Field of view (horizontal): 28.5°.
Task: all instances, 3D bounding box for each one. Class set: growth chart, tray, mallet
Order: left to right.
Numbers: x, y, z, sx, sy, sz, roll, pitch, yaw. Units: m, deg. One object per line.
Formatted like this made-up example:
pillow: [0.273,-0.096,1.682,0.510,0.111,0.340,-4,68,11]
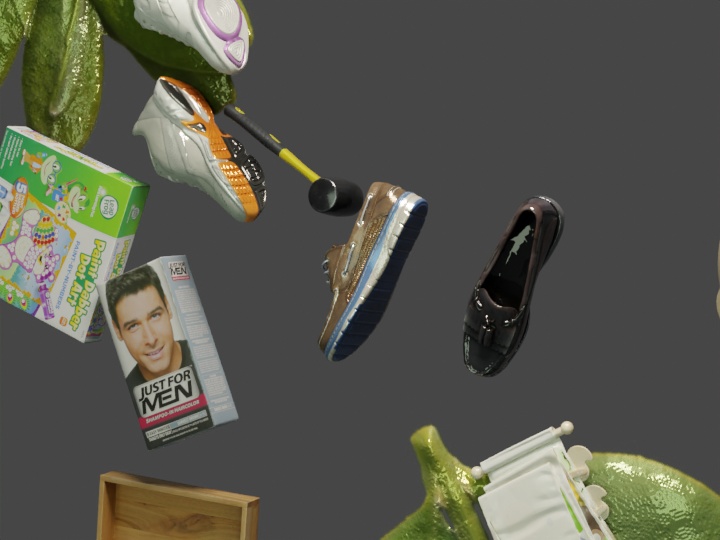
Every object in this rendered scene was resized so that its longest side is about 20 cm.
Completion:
tray: [-0.214,0.300,1.653,0.198,0.037,0.100,6,95,23]
mallet: [-0.075,-0.124,1.574,0.200,0.066,0.041,43,107,32]
growth chart: [0.197,0.270,1.479,0.143,0.018,0.202,-20,84,23]

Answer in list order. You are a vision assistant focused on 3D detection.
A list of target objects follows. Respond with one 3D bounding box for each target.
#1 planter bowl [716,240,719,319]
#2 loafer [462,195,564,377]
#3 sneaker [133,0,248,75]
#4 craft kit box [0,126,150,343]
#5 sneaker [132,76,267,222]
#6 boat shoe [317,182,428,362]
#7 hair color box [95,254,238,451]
planter bowl: [0.407,0.008,1.293,0.200,0.200,0.135,41,135,16]
loafer: [0.147,0.017,1.462,0.071,0.063,0.202,26,103,21]
sneaker: [-0.199,-0.292,1.608,0.201,0.075,0.100,54,129,13]
craft kit box: [-0.367,-0.044,1.700,0.196,0.048,0.202,23,102,18]
sneaker: [-0.184,-0.120,1.605,0.092,0.075,0.201,-48,67,26]
boat shoe: [0.000,0.000,1.530,0.072,0.072,0.202,30,94,24]
hair color box: [-0.222,0.094,1.633,0.098,0.060,0.202,-21,83,23]
